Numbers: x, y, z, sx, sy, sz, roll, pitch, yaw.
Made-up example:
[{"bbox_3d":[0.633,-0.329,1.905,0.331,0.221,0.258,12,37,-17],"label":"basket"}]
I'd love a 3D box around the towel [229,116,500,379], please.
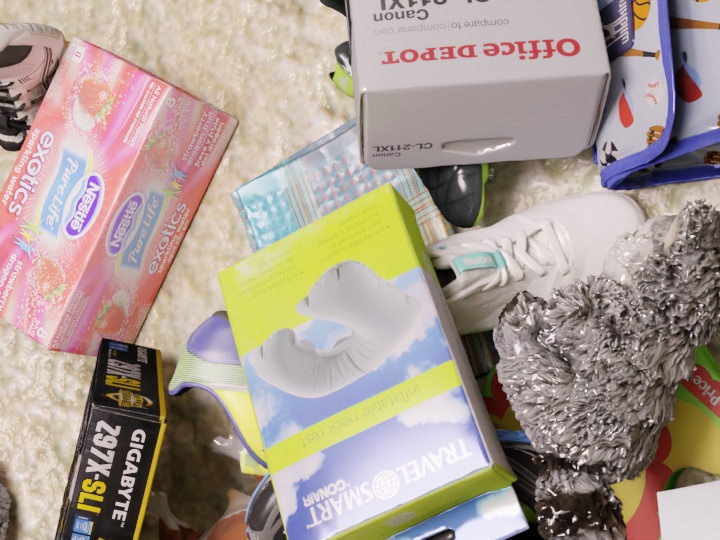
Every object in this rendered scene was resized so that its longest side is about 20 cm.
[{"bbox_3d":[0.000,0.000,0.821,0.145,0.022,0.202,-27,71,20],"label":"towel"}]

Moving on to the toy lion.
[{"bbox_3d":[0.160,0.113,0.710,0.200,0.068,0.193,43,107,24],"label":"toy lion"}]

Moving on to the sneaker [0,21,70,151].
[{"bbox_3d":[-0.247,-0.130,0.873,0.074,0.200,0.089,8,93,3],"label":"sneaker"}]

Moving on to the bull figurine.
[{"bbox_3d":[-0.089,0.186,0.805,0.199,0.065,0.122,-37,76,10],"label":"bull figurine"}]

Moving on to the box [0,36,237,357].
[{"bbox_3d":[-0.188,-0.048,0.876,0.102,0.094,0.202,29,94,25],"label":"box"}]

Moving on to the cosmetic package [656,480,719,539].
[{"bbox_3d":[0.244,0.164,0.584,0.149,0.201,0.052,-17,42,20],"label":"cosmetic package"}]

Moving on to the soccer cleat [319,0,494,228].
[{"bbox_3d":[0.026,-0.112,0.786,0.080,0.068,0.202,-9,64,-17],"label":"soccer cleat"}]

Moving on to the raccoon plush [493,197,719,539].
[{"bbox_3d":[0.154,0.063,0.609,0.133,0.096,0.202,-31,55,31],"label":"raccoon plush"}]

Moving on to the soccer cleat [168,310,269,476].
[{"bbox_3d":[-0.031,0.106,0.758,0.199,0.065,0.084,37,78,1],"label":"soccer cleat"}]

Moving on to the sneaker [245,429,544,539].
[{"bbox_3d":[0.028,0.136,0.683,0.197,0.083,0.072,-5,120,10],"label":"sneaker"}]

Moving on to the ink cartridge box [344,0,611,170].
[{"bbox_3d":[0.062,-0.173,0.735,0.143,0.083,0.203,-5,64,-2],"label":"ink cartridge box"}]

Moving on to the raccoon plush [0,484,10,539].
[{"bbox_3d":[-0.332,0.223,0.900,0.133,0.096,0.202,-26,73,28],"label":"raccoon plush"}]

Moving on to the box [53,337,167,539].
[{"bbox_3d":[-0.165,0.142,0.778,0.049,0.200,0.162,12,95,-12],"label":"box"}]

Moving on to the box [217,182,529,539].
[{"bbox_3d":[0.001,0.066,0.664,0.121,0.048,0.202,-27,60,13],"label":"box"}]

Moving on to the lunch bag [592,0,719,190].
[{"bbox_3d":[0.214,-0.146,0.692,0.198,0.123,0.173,-12,76,39],"label":"lunch bag"}]

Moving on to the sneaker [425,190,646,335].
[{"bbox_3d":[0.080,0.001,0.734,0.198,0.089,0.076,-21,73,7],"label":"sneaker"}]
